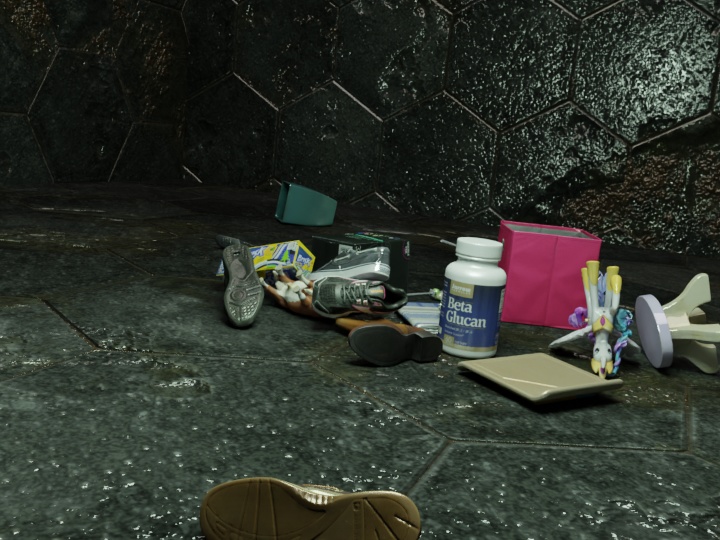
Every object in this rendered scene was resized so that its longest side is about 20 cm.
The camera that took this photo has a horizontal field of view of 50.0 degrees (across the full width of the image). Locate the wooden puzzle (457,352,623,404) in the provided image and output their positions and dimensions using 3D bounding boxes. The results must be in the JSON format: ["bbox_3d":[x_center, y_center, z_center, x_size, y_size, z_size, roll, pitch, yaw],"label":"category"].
[{"bbox_3d":[0.281,0.173,1.225,0.184,0.038,0.199,-1,8,-32],"label":"wooden puzzle"}]

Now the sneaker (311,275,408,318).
[{"bbox_3d":[0.003,0.042,1.429,0.199,0.081,0.086,2,-14,-36],"label":"sneaker"}]

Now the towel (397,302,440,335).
[{"bbox_3d":[0.153,0.098,1.569,0.145,0.024,0.200,4,10,-14],"label":"towel"}]

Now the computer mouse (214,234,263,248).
[{"bbox_3d":[-0.316,-0.062,2.161,0.198,0.034,0.059,14,-5,12],"label":"computer mouse"}]

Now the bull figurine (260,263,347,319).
[{"bbox_3d":[-0.108,0.048,1.513,0.199,0.065,0.122,5,-32,43],"label":"bull figurine"}]

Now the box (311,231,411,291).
[{"bbox_3d":[0.000,0.000,1.656,0.124,0.150,0.199,13,12,37],"label":"box"}]

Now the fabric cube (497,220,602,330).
[{"bbox_3d":[0.407,0.006,1.728,0.198,0.201,0.196,7,11,1],"label":"fabric cube"}]

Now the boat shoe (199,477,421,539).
[{"bbox_3d":[-0.042,0.226,0.690,0.198,0.073,0.072,-3,-22,9],"label":"boat shoe"}]

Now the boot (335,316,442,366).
[{"bbox_3d":[0.016,0.102,1.343,0.187,0.069,0.199,-1,12,-33],"label":"boot"}]

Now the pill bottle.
[{"bbox_3d":[0.201,0.047,1.380,0.110,0.202,0.111,5,10,-1],"label":"pill bottle"}]

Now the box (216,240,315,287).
[{"bbox_3d":[-0.198,-0.008,1.611,0.198,0.065,0.070,-6,-35,30],"label":"box"}]

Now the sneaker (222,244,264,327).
[{"bbox_3d":[-0.222,0.053,1.467,0.076,0.115,0.200,-11,42,-9],"label":"sneaker"}]

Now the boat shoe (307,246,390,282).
[{"bbox_3d":[-0.023,-0.007,1.508,0.199,0.068,0.071,-13,-28,43],"label":"boat shoe"}]

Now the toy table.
[{"bbox_3d":[0.588,0.103,1.422,0.116,0.185,0.200,-8,20,10],"label":"toy table"}]

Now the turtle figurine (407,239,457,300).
[{"bbox_3d":[0.224,0.003,1.796,0.198,0.145,0.194,12,8,11],"label":"turtle figurine"}]

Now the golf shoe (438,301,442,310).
[{"bbox_3d":[0.222,0.063,1.591,0.097,0.079,0.200,24,19,8],"label":"golf shoe"}]

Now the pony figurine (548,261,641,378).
[{"bbox_3d":[0.427,0.094,1.389,0.165,0.202,0.193,1,-6,11],"label":"pony figurine"}]

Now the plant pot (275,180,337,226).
[{"bbox_3d":[-0.198,-0.241,2.883,0.198,0.143,0.141,10,9,-19],"label":"plant pot"}]
